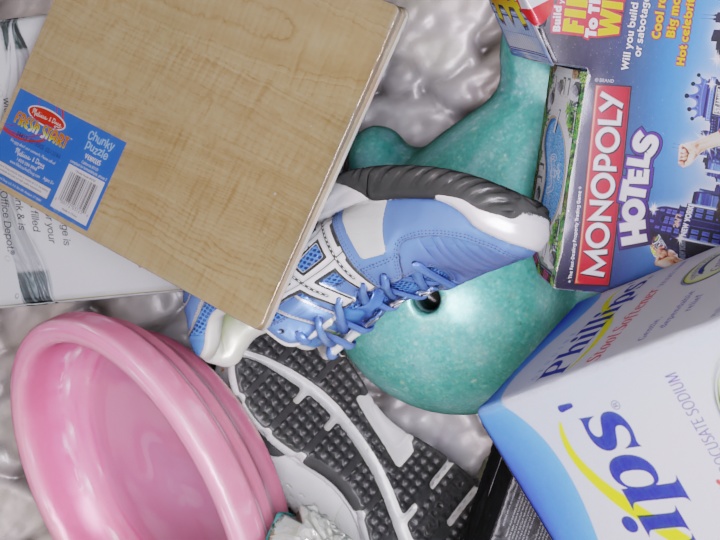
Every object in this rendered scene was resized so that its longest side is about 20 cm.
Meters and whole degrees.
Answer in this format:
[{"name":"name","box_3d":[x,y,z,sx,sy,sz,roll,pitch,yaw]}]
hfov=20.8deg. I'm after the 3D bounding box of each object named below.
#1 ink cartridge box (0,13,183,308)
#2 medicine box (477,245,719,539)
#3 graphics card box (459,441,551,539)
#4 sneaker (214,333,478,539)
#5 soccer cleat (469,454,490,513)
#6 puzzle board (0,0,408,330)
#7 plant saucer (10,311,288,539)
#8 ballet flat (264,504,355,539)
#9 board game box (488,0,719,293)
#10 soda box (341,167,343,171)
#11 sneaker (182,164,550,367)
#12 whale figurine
[{"name":"ink cartridge box","box_3d":[-0.170,-0.056,1.015,0.199,0.083,0.147,-4,95,17]},{"name":"medicine box","box_3d":[0.182,0.082,0.786,0.200,0.103,0.183,-25,100,42]},{"name":"graphics card box","box_3d":[0.148,0.135,0.915,0.199,0.051,0.126,18,91,-13]},{"name":"sneaker","box_3d":[-0.001,0.108,1.003,0.074,0.080,0.200,-41,97,-25]},{"name":"soccer cleat","box_3d":[0.108,0.168,0.975,0.065,0.083,0.201,-3,100,59]},{"name":"puzzle board","box_3d":[-0.081,-0.077,0.898,0.200,0.017,0.151,26,94,37]},{"name":"plant saucer","box_3d":[-0.101,0.109,0.991,0.200,0.051,0.201,32,136,37]},{"name":"ballet flat","box_3d":[-0.001,0.181,0.962,0.071,0.200,0.072,-5,51,6]},{"name":"board game box","box_3d":[0.137,-0.091,0.884,0.199,0.062,0.201,6,99,-16]},{"name":"soda box","box_3d":[-0.029,-0.134,0.951,0.067,0.064,0.201,10,86,8]},{"name":"sneaker","box_3d":[0.000,0.000,0.876,0.199,0.076,0.077,-8,71,40]},{"name":"whale figurine","box_3d":[0.060,-0.025,0.941,0.159,0.104,0.201,31,105,11]}]
